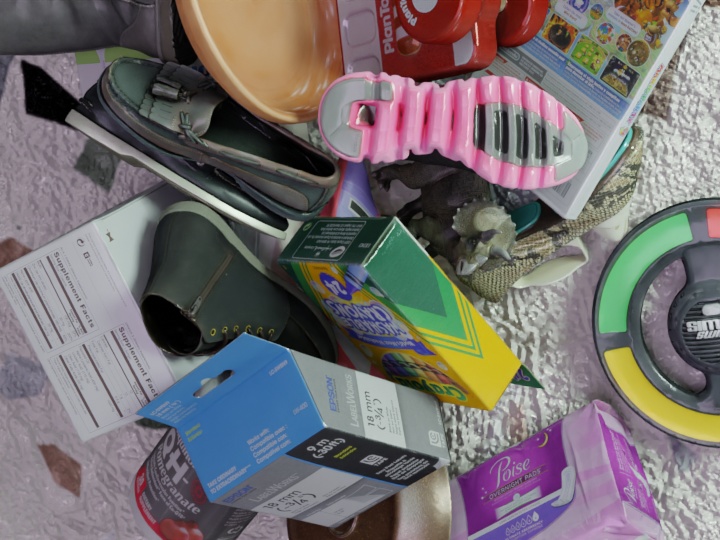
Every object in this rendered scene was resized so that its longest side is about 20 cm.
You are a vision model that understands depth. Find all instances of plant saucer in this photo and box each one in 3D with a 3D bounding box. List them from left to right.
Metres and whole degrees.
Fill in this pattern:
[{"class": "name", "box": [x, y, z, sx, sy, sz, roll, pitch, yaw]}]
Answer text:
[{"class": "plant saucer", "box": [-0.078, -0.208, 1.033, 0.037, 0.200, 0.203, -13, 101, 34]}, {"class": "plant saucer", "box": [-0.005, 0.206, 1.157, 0.199, 0.036, 0.203, -11, 75, 47]}]

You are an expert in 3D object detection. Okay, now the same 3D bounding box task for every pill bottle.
[{"class": "pill bottle", "box": [-0.114, 0.156, 1.193, 0.110, 0.111, 0.201, 41, 121, 5]}]

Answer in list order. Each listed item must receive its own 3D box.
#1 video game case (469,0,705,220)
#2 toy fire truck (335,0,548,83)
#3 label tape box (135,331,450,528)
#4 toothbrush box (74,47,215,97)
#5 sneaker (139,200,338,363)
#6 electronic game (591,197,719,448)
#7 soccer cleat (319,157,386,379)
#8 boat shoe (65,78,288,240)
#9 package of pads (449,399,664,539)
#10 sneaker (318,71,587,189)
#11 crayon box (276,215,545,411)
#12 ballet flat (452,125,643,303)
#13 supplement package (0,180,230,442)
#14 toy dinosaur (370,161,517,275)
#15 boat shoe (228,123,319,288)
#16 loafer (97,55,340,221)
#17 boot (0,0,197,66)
[{"class": "video game case", "box": [0.159, -0.161, 1.013, 0.143, 0.018, 0.202, 45, 117, 35]}, {"class": "toy fire truck", "box": [0.039, -0.237, 1.027, 0.167, 0.111, 0.203, -7, 91, 42]}, {"class": "label tape box", "box": [-0.052, 0.130, 1.044, 0.144, 0.199, 0.064, -36, 49, 35]}, {"class": "toothbrush box", "box": [-0.163, -0.238, 1.117, 0.144, 0.086, 0.203, -2, 104, 21]}, {"class": "sneaker", "box": [-0.099, 0.049, 1.070, 0.074, 0.107, 0.200, -26, 123, 33]}, {"class": "electronic game", "box": [0.278, 0.043, 1.054, 0.197, 0.042, 0.203, 6, 108, 20]}, {"class": "soccer cleat", "box": [0.000, 0.000, 1.144, 0.075, 0.067, 0.203, 4, 107, -2]}, {"class": "boat shoe", "box": [-0.135, -0.095, 1.085, 0.198, 0.075, 0.067, 30, 87, 4]}, {"class": "package of pads", "box": [0.141, 0.204, 1.111, 0.199, 0.122, 0.075, -34, 134, 26]}, {"class": "sneaker", "box": [0.071, -0.106, 1.013, 0.197, 0.095, 0.080, 11, 93, 7]}, {"class": "crayon box", "box": [0.039, 0.043, 1.066, 0.200, 0.052, 0.125, 47, 158, -26]}, {"class": "ballet flat", "box": [0.161, -0.037, 1.071, 0.075, 0.068, 0.199, 41, 124, -19]}, {"class": "supplement package", "box": [-0.178, 0.021, 1.136, 0.110, 0.200, 0.157, -23, 98, 25]}, {"class": "toy dinosaur", "box": [0.068, -0.060, 1.077, 0.102, 0.077, 0.202, -28, 53, 23]}, {"class": "boat shoe", "box": [-0.083, -0.049, 1.154, 0.068, 0.072, 0.203, 14, 122, 38]}, {"class": "loafer", "box": [-0.102, -0.111, 1.032, 0.198, 0.073, 0.063, 29, 151, -13]}, {"class": "boot", "box": [-0.220, -0.247, 1.058, 0.198, 0.072, 0.184, 13, 109, 23]}]
